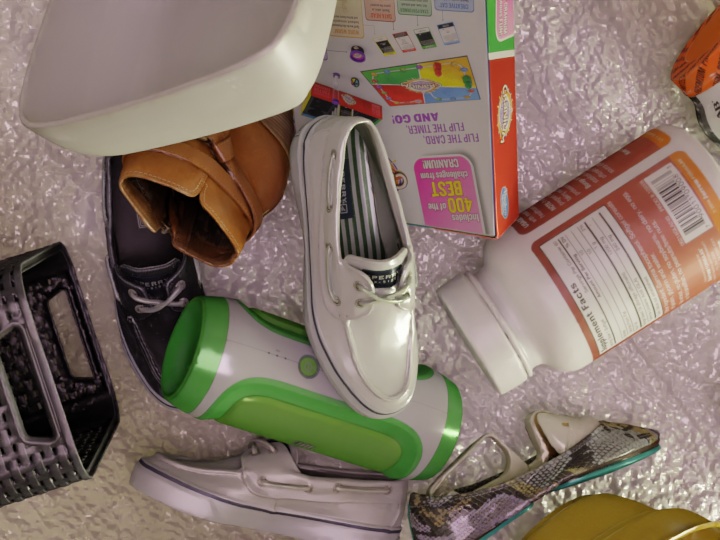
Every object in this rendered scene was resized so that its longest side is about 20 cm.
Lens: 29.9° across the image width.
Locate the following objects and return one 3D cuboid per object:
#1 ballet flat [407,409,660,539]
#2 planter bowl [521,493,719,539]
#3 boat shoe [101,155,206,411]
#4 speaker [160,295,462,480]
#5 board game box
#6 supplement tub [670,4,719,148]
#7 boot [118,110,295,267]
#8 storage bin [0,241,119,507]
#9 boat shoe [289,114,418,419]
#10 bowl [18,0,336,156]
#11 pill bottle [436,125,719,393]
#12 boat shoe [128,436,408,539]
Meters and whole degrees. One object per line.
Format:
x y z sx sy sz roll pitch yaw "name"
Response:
0.121 0.139 0.964 0.199 0.072 0.073 -25 97 -12 "ballet flat"
0.160 0.219 0.951 0.200 0.200 0.084 -42 58 1 "planter bowl"
-0.141 0.004 0.938 0.071 0.068 0.202 -8 96 -3 "boat shoe"
-0.032 0.082 0.925 0.199 0.088 0.089 20 94 -22 "speaker"
0.024 -0.128 0.875 0.152 0.040 0.202 10 120 27 "board game box"
0.320 -0.105 0.932 0.200 0.123 0.123 38 92 -7 "supplement tub"
-0.136 -0.098 0.882 0.200 0.156 0.077 39 129 -16 "boot"
-0.227 0.065 0.871 0.093 0.200 0.136 -17 97 -2 "storage bin"
0.000 0.000 0.859 0.073 0.067 0.202 -20 98 -27 "boat shoe"
-0.092 -0.155 0.800 0.199 0.201 0.075 -12 142 29 "bowl"
0.158 -0.003 0.929 0.199 0.112 0.113 -32 97 0 "pill bottle"
-0.061 0.150 0.959 0.198 0.072 0.066 15 90 -6 "boat shoe"
